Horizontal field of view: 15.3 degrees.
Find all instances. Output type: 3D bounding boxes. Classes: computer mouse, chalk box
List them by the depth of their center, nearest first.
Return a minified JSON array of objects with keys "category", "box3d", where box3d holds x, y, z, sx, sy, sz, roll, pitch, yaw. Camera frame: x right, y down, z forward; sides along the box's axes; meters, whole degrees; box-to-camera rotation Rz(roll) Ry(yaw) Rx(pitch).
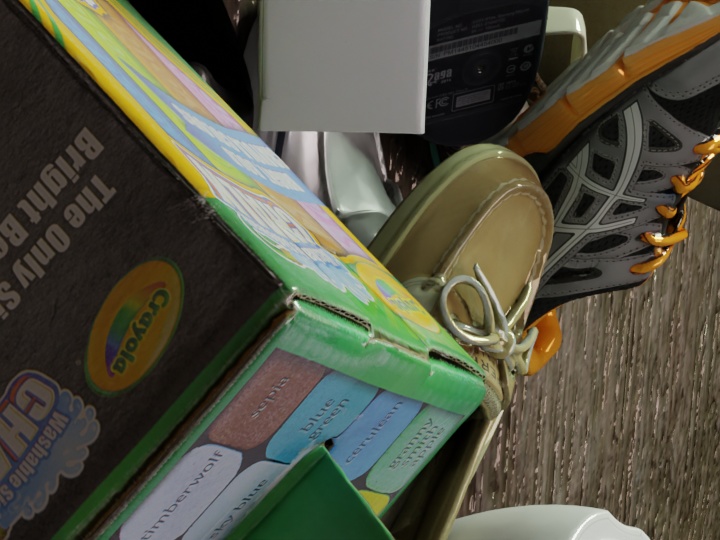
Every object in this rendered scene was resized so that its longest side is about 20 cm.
[{"category":"chalk box","box3d":[-0.062,0.026,0.615,0.124,0.200,0.124,-46,157,8]},{"category":"computer mouse","box3d":[0.038,-0.120,0.870,0.058,0.034,0.201,-12,138,-19]}]

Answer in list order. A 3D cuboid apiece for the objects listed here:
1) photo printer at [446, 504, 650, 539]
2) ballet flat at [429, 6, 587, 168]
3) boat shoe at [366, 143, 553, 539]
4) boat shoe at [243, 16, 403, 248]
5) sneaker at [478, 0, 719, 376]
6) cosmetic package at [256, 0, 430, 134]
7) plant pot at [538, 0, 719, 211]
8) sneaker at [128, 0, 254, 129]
[{"category":"photo printer","box3d":[0.029,0.179,0.883,0.069,0.166,0.201,28,53,-34]},{"category":"ballet flat","box3d":[0.044,-0.092,0.977,0.200,0.075,0.068,60,34,-54]},{"category":"boat shoe","box3d":[0.018,0.055,0.873,0.073,0.063,0.201,41,75,-47]},{"category":"boat shoe","box3d":[0.000,0.000,0.931,0.074,0.066,0.201,-41,135,-54]},{"category":"sneaker","box3d":[0.091,-0.037,0.942,0.200,0.077,0.078,-41,-178,39]},{"category":"cosmetic package","box3d":[-0.007,-0.139,0.781,0.200,0.051,0.152,-96,-171,-70]},{"category":"plant pot","box3d":[0.157,-0.099,1.070,0.187,0.199,0.189,-34,129,-57]},{"category":"sneaker","box3d":[-0.074,-0.034,0.736,0.077,0.083,0.201,-18,118,-61]}]
